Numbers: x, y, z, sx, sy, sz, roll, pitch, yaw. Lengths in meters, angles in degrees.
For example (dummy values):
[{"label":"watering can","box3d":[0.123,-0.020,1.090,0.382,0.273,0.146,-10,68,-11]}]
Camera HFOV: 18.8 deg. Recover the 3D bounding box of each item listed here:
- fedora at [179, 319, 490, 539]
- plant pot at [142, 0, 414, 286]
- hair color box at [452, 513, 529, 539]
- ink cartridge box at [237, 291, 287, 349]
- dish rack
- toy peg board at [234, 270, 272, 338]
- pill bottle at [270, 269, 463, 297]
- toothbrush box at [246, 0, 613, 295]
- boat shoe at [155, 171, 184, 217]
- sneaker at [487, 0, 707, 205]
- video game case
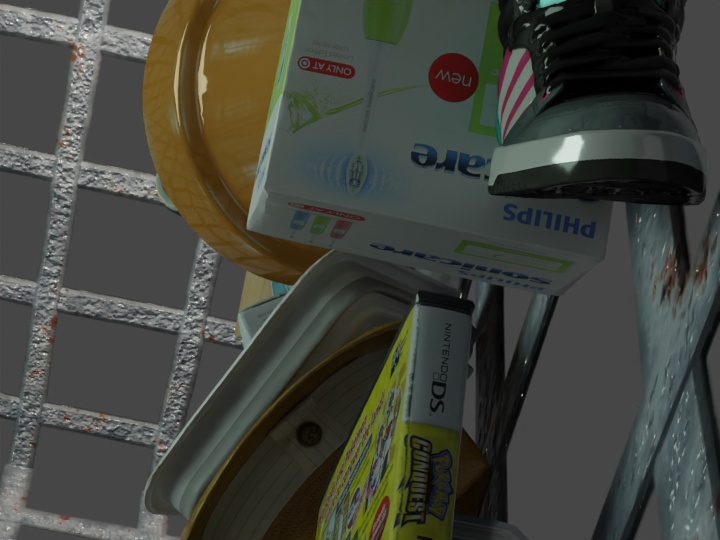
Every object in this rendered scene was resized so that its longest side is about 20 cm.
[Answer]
[{"label":"fedora","box3d":[-0.002,0.115,1.050,0.201,0.082,0.201,-41,-24,-22]},{"label":"plant pot","box3d":[0.011,-0.095,1.110,0.183,0.200,0.201,-7,71,66]},{"label":"hair color box","box3d":[0.025,0.205,0.891,0.099,0.060,0.201,-153,74,-84]},{"label":"ink cartridge box","box3d":[-0.021,0.132,1.357,0.196,0.043,0.200,93,155,-74]},{"label":"dish rack","box3d":[-0.013,0.076,1.133,0.172,0.044,0.200,-53,-23,6]},{"label":"toy peg board","box3d":[-0.022,-0.030,1.971,0.199,0.098,0.201,170,111,-68]},{"label":"pill bottle","box3d":[0.000,0.000,1.383,0.200,0.110,0.111,135,146,-80]},{"label":"toothbrush box","box3d":[0.042,-0.105,0.934,0.086,0.145,0.201,127,155,-77]},{"label":"boat shoe","box3d":[-0.039,-0.060,1.482,0.062,0.199,0.075,90,168,-63]},{"label":"sneaker","box3d":[0.087,-0.085,0.778,0.200,0.083,0.121,-125,38,-85]},{"label":"video game case","box3d":[0.002,0.134,0.847,0.200,0.025,0.181,113,167,-58]}]
